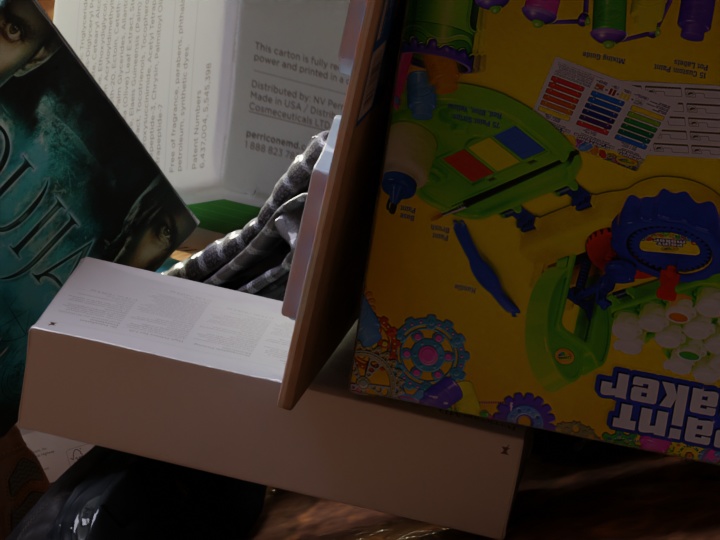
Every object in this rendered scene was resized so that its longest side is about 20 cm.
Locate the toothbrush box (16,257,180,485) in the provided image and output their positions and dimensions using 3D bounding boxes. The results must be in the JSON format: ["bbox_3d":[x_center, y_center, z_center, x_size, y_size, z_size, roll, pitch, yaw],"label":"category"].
[{"bbox_3d":[-0.157,0.049,1.549,0.146,0.085,0.200,-16,9,-13],"label":"toothbrush box"}]

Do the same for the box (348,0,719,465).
[{"bbox_3d":[0.116,-0.038,1.136,0.200,0.193,0.122,12,15,10],"label":"box"}]

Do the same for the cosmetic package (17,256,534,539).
[{"bbox_3d":[-0.030,0.051,1.199,0.200,0.051,0.083,13,20,6],"label":"cosmetic package"}]

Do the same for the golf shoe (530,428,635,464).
[{"bbox_3d":[0.068,0.040,1.289,0.200,0.078,0.094,-8,12,30],"label":"golf shoe"}]

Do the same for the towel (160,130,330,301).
[{"bbox_3d":[0.000,0.000,1.387,0.166,0.086,0.200,-29,-14,35],"label":"towel"}]

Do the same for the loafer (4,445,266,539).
[{"bbox_3d":[-0.098,0.096,1.247,0.072,0.073,0.200,-16,7,24],"label":"loafer"}]

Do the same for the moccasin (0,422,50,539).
[{"bbox_3d":[-0.234,0.100,1.391,0.201,0.078,0.074,-6,13,40],"label":"moccasin"}]

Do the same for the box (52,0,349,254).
[{"bbox_3d":[-0.042,-0.112,1.580,0.199,0.200,0.171,12,-11,-39],"label":"box"}]

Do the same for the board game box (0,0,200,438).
[{"bbox_3d":[-0.154,-0.026,1.259,0.028,0.200,0.135,37,79,32],"label":"board game box"}]

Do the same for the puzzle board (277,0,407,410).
[{"bbox_3d":[0.005,-0.062,1.156,0.017,0.200,0.151,16,22,9],"label":"puzzle board"}]
